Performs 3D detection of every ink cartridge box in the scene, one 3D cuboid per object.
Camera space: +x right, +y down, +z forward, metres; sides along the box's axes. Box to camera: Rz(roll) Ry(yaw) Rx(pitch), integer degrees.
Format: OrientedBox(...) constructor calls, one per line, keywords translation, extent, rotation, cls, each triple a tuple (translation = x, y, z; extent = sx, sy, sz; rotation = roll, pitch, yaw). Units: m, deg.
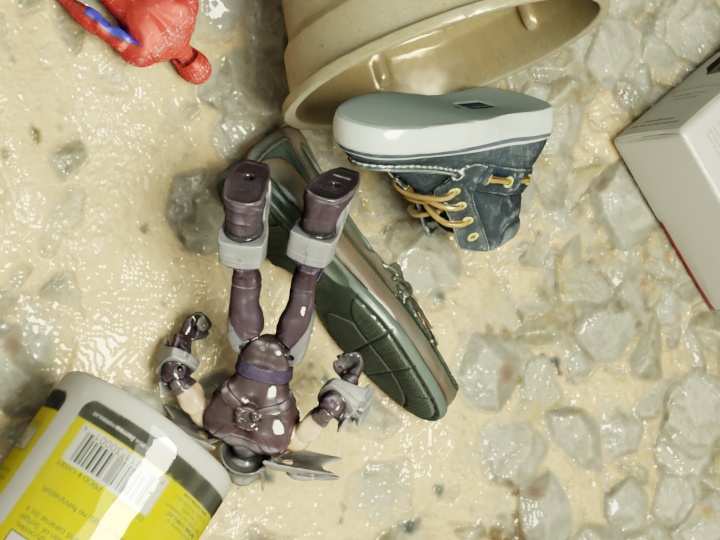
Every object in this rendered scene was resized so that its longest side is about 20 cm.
OrientedBox(translation=(0.289, -0.086, 1.191), extent=(0.200, 0.085, 0.148), rotation=(-39, 105, -23), cls="ink cartridge box")

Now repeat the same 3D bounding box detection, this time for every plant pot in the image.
OrientedBox(translation=(0.021, -0.204, 1.034), extent=(0.199, 0.200, 0.185), rotation=(-16, 82, -24), cls="plant pot")

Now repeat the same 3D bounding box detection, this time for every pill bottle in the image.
OrientedBox(translation=(-0.168, 0.166, 0.955), extent=(0.114, 0.114, 0.201), rotation=(39, 73, -18), cls="pill bottle")

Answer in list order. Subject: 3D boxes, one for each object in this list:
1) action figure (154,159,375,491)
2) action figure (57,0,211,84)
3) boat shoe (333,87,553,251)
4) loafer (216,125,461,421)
OrientedBox(translation=(-0.051, 0.040, 1.011), extent=(0.129, 0.070, 0.202), rotation=(11, 114, -2), cls="action figure")
OrientedBox(translation=(-0.154, -0.181, 1.015), extent=(0.066, 0.052, 0.200), rotation=(-48, 111, -13), cls="action figure")
OrientedBox(translation=(0.049, -0.054, 1.044), extent=(0.200, 0.070, 0.092), rotation=(-11, 116, -54), cls="boat shoe")
OrientedBox(translation=(0.000, 0.000, 1.066), extent=(0.200, 0.072, 0.063), rotation=(50, 64, -12), cls="loafer")
